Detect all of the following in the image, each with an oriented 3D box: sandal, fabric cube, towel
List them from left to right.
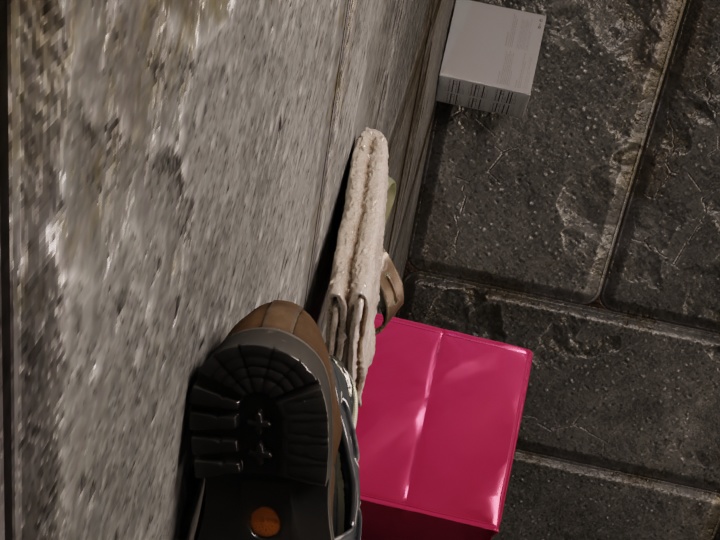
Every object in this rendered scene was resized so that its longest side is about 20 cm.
[{"bbox_3d":[0.000,0.000,0.919,0.200,0.034,0.133,-82,177,-46],"label":"towel"},{"bbox_3d":[0.017,0.006,1.154,0.080,0.057,0.201,86,16,-76],"label":"sandal"},{"bbox_3d":[0.060,0.187,1.306,0.196,0.200,0.200,97,6,-63],"label":"fabric cube"}]

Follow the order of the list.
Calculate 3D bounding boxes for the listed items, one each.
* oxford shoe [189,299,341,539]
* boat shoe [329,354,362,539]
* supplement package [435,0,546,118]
[{"bbox_3d":[-0.038,0.106,0.531,0.084,0.073,0.200,-74,175,-67],"label":"oxford shoe"},{"bbox_3d":[-0.036,0.133,0.636,0.066,0.074,0.200,87,14,-68],"label":"boat shoe"},{"bbox_3d":[0.283,-0.462,2.666,0.147,0.200,0.192,90,13,-75],"label":"supplement package"}]
